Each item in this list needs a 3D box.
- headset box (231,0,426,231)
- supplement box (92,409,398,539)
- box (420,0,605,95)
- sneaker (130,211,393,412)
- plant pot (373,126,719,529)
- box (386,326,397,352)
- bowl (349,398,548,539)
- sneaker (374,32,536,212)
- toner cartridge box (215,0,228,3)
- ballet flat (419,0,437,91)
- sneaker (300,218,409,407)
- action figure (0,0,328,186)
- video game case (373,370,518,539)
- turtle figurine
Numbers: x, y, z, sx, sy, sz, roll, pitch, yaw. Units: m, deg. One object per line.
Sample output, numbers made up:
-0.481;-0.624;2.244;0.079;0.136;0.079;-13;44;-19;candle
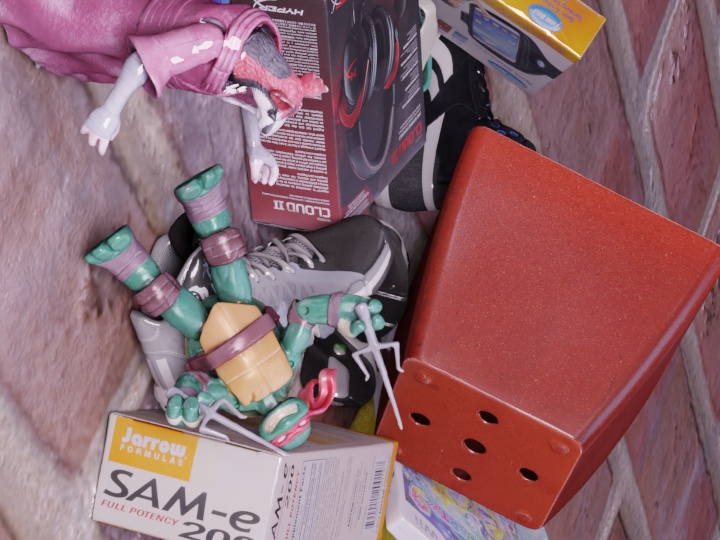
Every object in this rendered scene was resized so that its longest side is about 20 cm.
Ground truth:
-0.018;-0.130;1.670;0.149;0.074;0.201;-48;142;-51;headset box
-0.072;0.138;1.593;0.200;0.125;0.074;4;97;-66;supplement box
0.103;-0.187;1.798;0.042;0.119;0.200;-57;-177;-10;box
-0.067;-0.003;1.561;0.200;0.075;0.116;-40;123;-26;sneaker
0.112;0.057;1.695;0.177;0.199;0.200;-59;174;-33;plant pot
0.088;0.101;1.911;0.200;0.039;0.041;43;88;-20;box
0.045;0.189;1.883;0.108;0.201;0.200;-39;164;17;bowl
0.093;-0.121;1.888;0.073;0.111;0.201;69;39;-55;sneaker
-0.075;-0.268;1.523;0.095;0.043;0.201;74;34;-48;toner cartridge box
0.023;-0.211;1.740;0.067;0.070;0.201;-47;141;-43;ballet flat
0.000;0.000;1.758;0.201;0.075;0.116;105;0;-54;sneaker
-0.097;-0.131;1.321;0.134;0.199;0.150;7;99;-62;action figure
0.066;0.168;1.767;0.143;0.018;0.200;43;19;-23;video game case
-0.073;0.045;1.477;0.149;0.101;0.201;-38;97;-27;turtle figurine
